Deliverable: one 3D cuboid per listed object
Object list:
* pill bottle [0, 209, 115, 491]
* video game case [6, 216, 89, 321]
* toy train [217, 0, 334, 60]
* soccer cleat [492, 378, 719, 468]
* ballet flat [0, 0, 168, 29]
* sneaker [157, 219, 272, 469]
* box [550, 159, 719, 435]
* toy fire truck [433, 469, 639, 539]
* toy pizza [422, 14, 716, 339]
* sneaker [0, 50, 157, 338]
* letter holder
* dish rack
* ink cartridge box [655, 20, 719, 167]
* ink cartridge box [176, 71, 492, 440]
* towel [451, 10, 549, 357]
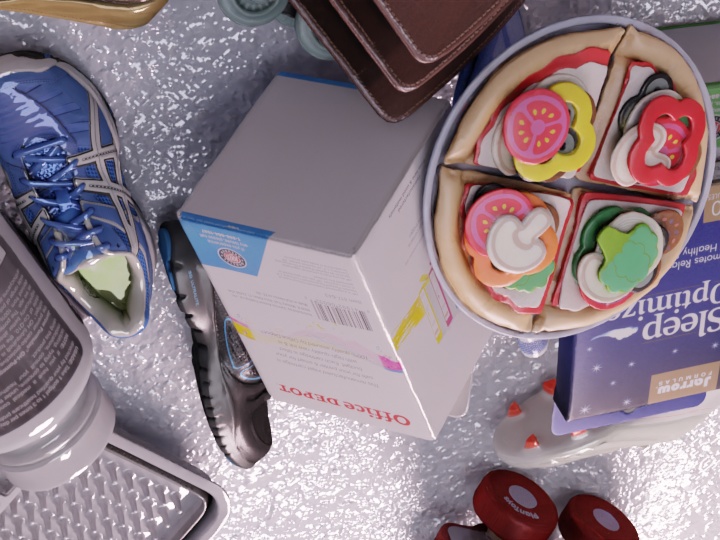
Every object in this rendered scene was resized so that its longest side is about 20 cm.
[{"bbox_3d":[-0.228,0.039,1.066,0.110,0.111,0.201,-28,127,4],"label":"pill bottle"},{"bbox_3d":[-0.299,0.013,1.113,0.180,0.026,0.200,-34,127,8],"label":"video game case"},{"bbox_3d":[-0.012,-0.184,1.031,0.198,0.085,0.115,19,108,-28],"label":"toy train"},{"bbox_3d":[0.194,0.107,1.310,0.198,0.070,0.078,-23,131,-4],"label":"soccer cleat"},{"bbox_3d":[-0.203,-0.166,0.988,0.197,0.069,0.063,11,163,-8],"label":"ballet flat"},{"bbox_3d":[-0.074,0.049,1.179,0.081,0.073,0.202,-16,128,-8],"label":"sneaker"},{"bbox_3d":[0.188,0.028,1.161,0.120,0.033,0.202,-11,127,-14],"label":"box"},{"bbox_3d":[0.145,0.254,1.333,0.198,0.169,0.113,18,118,-27],"label":"toy fire truck"},{"bbox_3d":[0.129,-0.049,1.041,0.198,0.032,0.202,-11,117,-22],"label":"toy pizza"},{"bbox_3d":[-0.170,-0.045,1.079,0.075,0.077,0.201,-24,127,3],"label":"sneaker"},{"bbox_3d":[0.067,-0.187,0.974,0.200,0.100,0.142,-49,120,-16],"label":"letter holder"},{"bbox_3d":[-0.208,0.168,1.241,0.199,0.044,0.172,31,110,-32],"label":"dish rack"},{"bbox_3d":[0.246,-0.060,1.193,0.143,0.084,0.202,-8,126,-12],"label":"ink cartridge box"},{"bbox_3d":[0.000,0.000,1.097,0.126,0.127,0.201,-58,145,-29],"label":"ink cartridge box"},{"bbox_3d":[0.096,-0.062,1.118,0.024,0.148,0.201,-4,132,21],"label":"towel"}]
